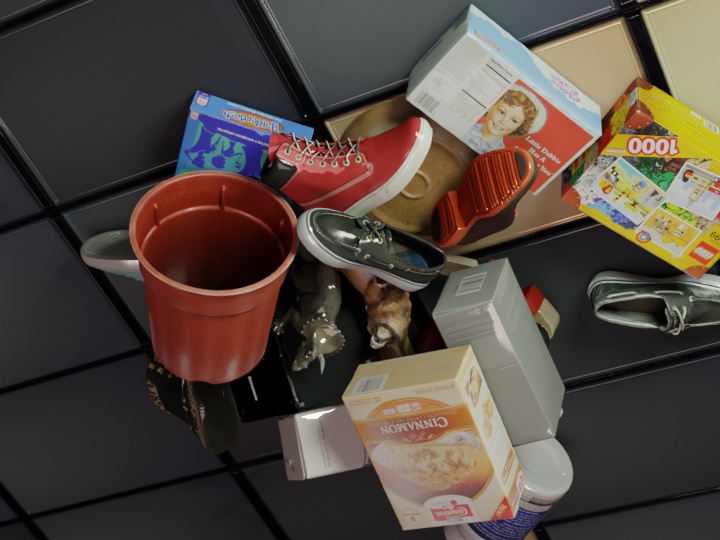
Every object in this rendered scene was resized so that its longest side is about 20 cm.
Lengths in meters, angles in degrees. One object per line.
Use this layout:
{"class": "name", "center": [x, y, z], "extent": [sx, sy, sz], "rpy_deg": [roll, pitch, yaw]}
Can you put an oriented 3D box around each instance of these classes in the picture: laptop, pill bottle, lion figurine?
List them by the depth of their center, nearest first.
{"class": "lion figurine", "center": [0.000, 0.000, 1.707], "extent": [0.201, 0.072, 0.123], "rpy_deg": [54, 157, 15]}
{"class": "laptop", "center": [-0.089, 0.091, 1.785], "extent": [0.199, 0.103, 0.180], "rpy_deg": [-17, 91, 45]}
{"class": "pill bottle", "center": [0.201, 0.321, 1.905], "extent": [0.118, 0.120, 0.201], "rpy_deg": [25, 128, -10]}

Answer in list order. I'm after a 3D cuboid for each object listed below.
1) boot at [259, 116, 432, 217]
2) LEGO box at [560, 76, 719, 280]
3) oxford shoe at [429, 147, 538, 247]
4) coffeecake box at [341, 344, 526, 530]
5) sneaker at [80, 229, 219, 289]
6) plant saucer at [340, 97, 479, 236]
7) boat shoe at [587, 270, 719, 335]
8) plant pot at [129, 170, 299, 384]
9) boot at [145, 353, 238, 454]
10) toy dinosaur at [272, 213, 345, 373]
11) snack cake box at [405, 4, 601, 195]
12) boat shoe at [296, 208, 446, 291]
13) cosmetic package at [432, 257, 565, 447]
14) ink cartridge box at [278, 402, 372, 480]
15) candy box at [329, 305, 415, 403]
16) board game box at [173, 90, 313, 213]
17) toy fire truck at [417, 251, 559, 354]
{"class": "boot", "center": [-0.023, -0.136, 1.561], "extent": [0.144, 0.073, 0.199], "rpy_deg": [35, 130, -24]}
{"class": "LEGO box", "center": [0.354, -0.104, 1.562], "extent": [0.198, 0.078, 0.149], "rpy_deg": [28, 128, -12]}
{"class": "oxford shoe", "center": [0.155, -0.086, 1.564], "extent": [0.072, 0.072, 0.200], "rpy_deg": [1, 161, -28]}
{"class": "coffeecake box", "center": [0.089, 0.201, 1.605], "extent": [0.152, 0.073, 0.202], "rpy_deg": [-12, 115, 27]}
{"class": "sneaker", "center": [-0.267, 0.001, 1.768], "extent": [0.197, 0.074, 0.083], "rpy_deg": [5, 125, 7]}
{"class": "plant saucer", "center": [0.066, -0.114, 1.637], "extent": [0.197, 0.036, 0.202], "rpy_deg": [6, 129, 7]}
{"class": "boat shoe", "center": [0.381, 0.049, 1.684], "extent": [0.197, 0.071, 0.073], "rpy_deg": [2, 129, 8]}
{"class": "plant pot", "center": [-0.179, 0.020, 1.640], "extent": [0.198, 0.202, 0.197], "rpy_deg": [11, 136, 2]}
{"class": "boot", "center": [-0.233, 0.134, 1.830], "extent": [0.150, 0.073, 0.203], "rpy_deg": [24, 130, 48]}
{"class": "toy dinosaur", "center": [-0.055, 0.032, 1.680], "extent": [0.101, 0.203, 0.076], "rpy_deg": [-5, 163, 45]}
{"class": "snack cake box", "center": [0.163, -0.191, 1.536], "extent": [0.199, 0.068, 0.115], "rpy_deg": [35, 125, -17]}
{"class": "boat shoe", "center": [0.016, -0.033, 1.579], "extent": [0.198, 0.070, 0.056], "rpy_deg": [21, 142, -35]}
{"class": "cosmetic package", "center": [0.169, 0.101, 1.621], "extent": [0.089, 0.107, 0.202], "rpy_deg": [-14, 112, 24]}
{"class": "ink cartridge box", "center": [0.003, 0.210, 1.749], "extent": [0.197, 0.085, 0.145], "rpy_deg": [-10, 173, -14]}
{"class": "candy box", "center": [-0.032, 0.117, 1.827], "extent": [0.197, 0.056, 0.116], "rpy_deg": [-12, 123, 19]}
{"class": "board game box", "center": [-0.155, -0.109, 1.677], "extent": [0.150, 0.045, 0.202], "rpy_deg": [17, 130, -3]}
{"class": "toy fire truck", "center": [0.130, 0.056, 1.723], "extent": [0.175, 0.129, 0.201], "rpy_deg": [-38, 94, 27]}
